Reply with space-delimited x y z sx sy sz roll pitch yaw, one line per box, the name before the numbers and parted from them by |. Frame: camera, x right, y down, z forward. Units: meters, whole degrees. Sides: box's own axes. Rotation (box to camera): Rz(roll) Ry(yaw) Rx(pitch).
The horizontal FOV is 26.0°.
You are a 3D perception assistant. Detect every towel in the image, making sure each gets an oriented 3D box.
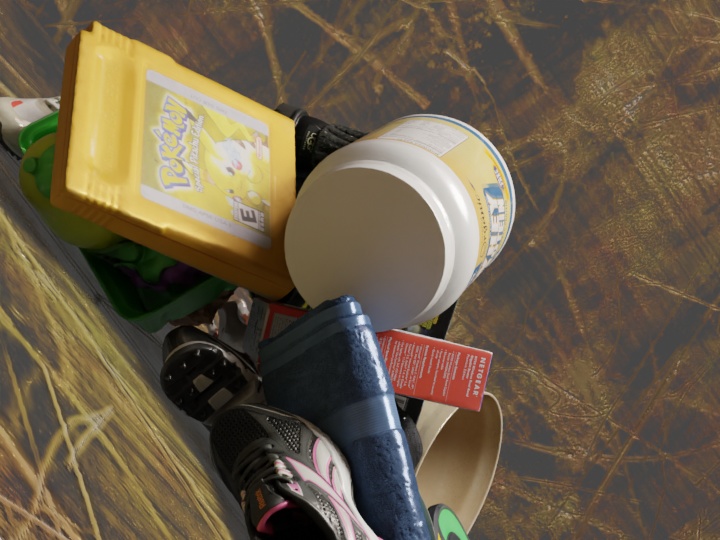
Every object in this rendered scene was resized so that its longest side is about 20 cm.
towel | -0.009 0.125 1.092 0.048 0.112 0.200 -1 69 -41

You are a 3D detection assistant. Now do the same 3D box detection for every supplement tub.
supplement tub | 0.032 -0.037 1.202 0.145 0.145 0.200 52 23 0

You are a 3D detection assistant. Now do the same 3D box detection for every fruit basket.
fruit basket | -0.183 -0.065 1.229 0.216 0.155 0.216 56 -14 22

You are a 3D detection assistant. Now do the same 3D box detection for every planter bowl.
planter bowl | 0.036 0.194 1.562 0.135 0.200 0.200 20 -17 27

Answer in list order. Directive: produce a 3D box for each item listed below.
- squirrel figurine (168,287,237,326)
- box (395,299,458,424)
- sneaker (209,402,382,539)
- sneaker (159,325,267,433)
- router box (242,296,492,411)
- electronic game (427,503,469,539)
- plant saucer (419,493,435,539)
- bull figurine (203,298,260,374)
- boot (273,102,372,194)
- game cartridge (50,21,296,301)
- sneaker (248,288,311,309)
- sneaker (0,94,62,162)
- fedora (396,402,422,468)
squirrel figurine | -0.141 -0.052 1.468 0.200 0.187 0.142 51 -1 43
box | 0.068 0.029 1.454 0.040 0.200 0.137 17 20 0
sneaker | -0.044 0.152 1.014 0.200 0.080 0.086 44 5 39
sneaker | -0.084 0.110 1.186 0.200 0.066 0.091 50 3 -29
router box | -0.001 0.066 1.284 0.179 0.049 0.200 13 -2 -8
electronic game | 0.098 0.318 1.469 0.200 0.042 0.200 -18 90 -78
plant saucer | -0.020 0.170 1.252 0.200 0.027 0.200 38 -31 28
bull figurine | -0.106 0.089 1.568 0.200 0.065 0.121 55 4 -39
boot | 0.006 -0.081 1.413 0.158 0.080 0.211 17 -2 12
game cartridge | -0.135 -0.085 1.180 0.200 0.032 0.177 25 44 -32
sneaker | -0.075 0.011 1.435 0.074 0.085 0.200 37 -33 13
sneaker | -0.242 -0.140 1.360 0.070 0.093 0.200 50 20 23
fedora | -0.006 0.152 1.365 0.201 0.092 0.201 45 -20 22
